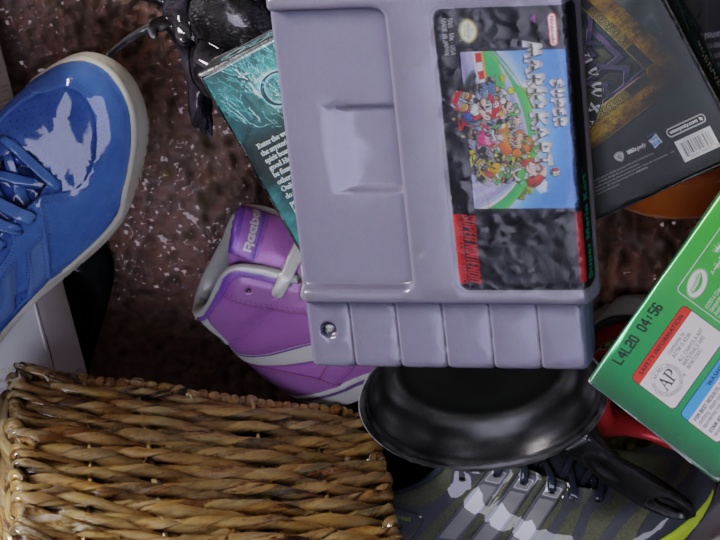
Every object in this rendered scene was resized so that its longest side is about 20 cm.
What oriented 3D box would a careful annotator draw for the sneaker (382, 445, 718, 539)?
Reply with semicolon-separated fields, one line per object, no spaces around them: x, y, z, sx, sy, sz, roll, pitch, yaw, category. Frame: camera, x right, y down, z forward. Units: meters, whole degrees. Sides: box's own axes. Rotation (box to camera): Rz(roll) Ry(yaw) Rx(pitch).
0.080;0.109;1.163;0.199;0.074;0.081;-9;124;13;sneaker

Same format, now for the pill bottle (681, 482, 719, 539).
0.234;0.207;1.166;0.113;0.114;0.201;-21;113;20;pill bottle

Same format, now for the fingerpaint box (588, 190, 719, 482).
0.194;-0.016;0.986;0.073;0.167;0.201;37;101;14;fingerpaint box

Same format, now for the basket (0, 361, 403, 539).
-0.092;0.153;1.108;0.199;0.143;0.149;9;131;-22;basket

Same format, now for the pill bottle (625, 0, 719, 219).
0.139;-0.125;1.009;0.106;0.106;0.201;1;118;10;pill bottle

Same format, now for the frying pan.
0.091;0.061;1.066;0.189;0.031;0.115;11;140;-17;frying pan

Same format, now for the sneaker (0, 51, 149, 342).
-0.178;-0.011;1.046;0.077;0.111;0.200;45;113;5;sneaker

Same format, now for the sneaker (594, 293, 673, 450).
0.197;0.072;1.117;0.199;0.085;0.077;8;120;7;sneaker

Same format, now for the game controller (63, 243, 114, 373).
-0.197;0.053;1.215;0.104;0.042;0.201;12;121;-13;game controller

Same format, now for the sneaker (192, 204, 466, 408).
0.000;0.001;1.087;0.114;0.073;0.200;36;135;-29;sneaker

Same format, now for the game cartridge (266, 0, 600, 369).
0.032;-0.054;0.958;0.129;0.038;0.201;2;113;20;game cartridge

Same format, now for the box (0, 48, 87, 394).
-0.225;-0.018;1.140;0.144;0.036;0.201;-11;97;22;box

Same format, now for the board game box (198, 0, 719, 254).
0.047;-0.071;0.980;0.199;0.028;0.136;-24;103;24;board game box

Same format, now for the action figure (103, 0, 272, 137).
-0.013;-0.111;1.051;0.199;0.102;0.119;12;126;12;action figure
